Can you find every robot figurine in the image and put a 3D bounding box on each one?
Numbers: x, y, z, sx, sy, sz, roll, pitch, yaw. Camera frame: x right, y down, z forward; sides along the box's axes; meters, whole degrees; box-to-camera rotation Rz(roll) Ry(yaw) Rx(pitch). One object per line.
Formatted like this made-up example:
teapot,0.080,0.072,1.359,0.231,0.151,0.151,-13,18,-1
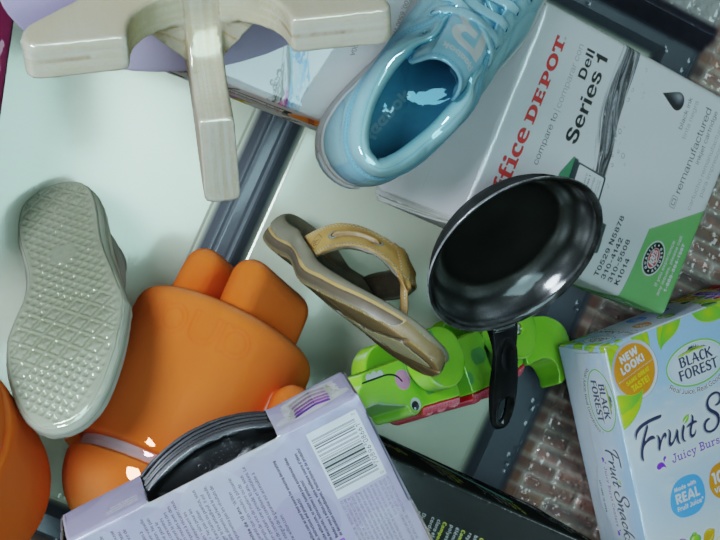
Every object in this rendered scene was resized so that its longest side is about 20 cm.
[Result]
robot figurine,-0.105,0.090,1.361,0.144,0.117,0.200,24,74,0
robot figurine,-0.243,0.103,1.281,0.116,0.200,0.144,8,66,11

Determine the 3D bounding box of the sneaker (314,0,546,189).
sneaker,0.056,-0.125,1.262,0.074,0.082,0.200,35,85,-17

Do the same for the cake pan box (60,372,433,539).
cake pan box,-0.048,0.179,1.279,0.184,0.052,0.200,-29,108,-4

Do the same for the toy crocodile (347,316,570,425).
toy crocodile,0.055,0.063,1.415,0.200,0.067,0.062,-17,88,-48

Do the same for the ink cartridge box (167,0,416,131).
ink cartridge box,-0.050,-0.170,1.347,0.199,0.147,0.145,20,91,-16

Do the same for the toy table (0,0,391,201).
toy table,-0.087,-0.141,1.184,0.199,0.117,0.184,-16,123,0

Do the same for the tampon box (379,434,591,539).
tampon box,0.029,0.181,1.407,0.200,0.150,0.127,25,89,-16

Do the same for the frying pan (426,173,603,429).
frying pan,0.098,0.008,1.346,0.115,0.031,0.190,-32,141,-3

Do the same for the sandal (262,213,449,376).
sandal,0.000,0.000,1.353,0.080,0.200,0.054,39,93,-29

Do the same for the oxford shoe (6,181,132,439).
oxford shoe,-0.165,0.028,1.326,0.075,0.200,0.058,-15,130,3

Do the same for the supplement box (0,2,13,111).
supplement box,-0.264,-0.120,1.324,0.110,0.086,0.201,7,95,-17

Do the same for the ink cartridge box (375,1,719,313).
ink cartridge box,0.124,-0.073,1.405,0.200,0.084,0.146,21,91,-42

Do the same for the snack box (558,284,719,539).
snack box,0.216,0.124,1.486,0.142,0.053,0.201,-19,101,-33
